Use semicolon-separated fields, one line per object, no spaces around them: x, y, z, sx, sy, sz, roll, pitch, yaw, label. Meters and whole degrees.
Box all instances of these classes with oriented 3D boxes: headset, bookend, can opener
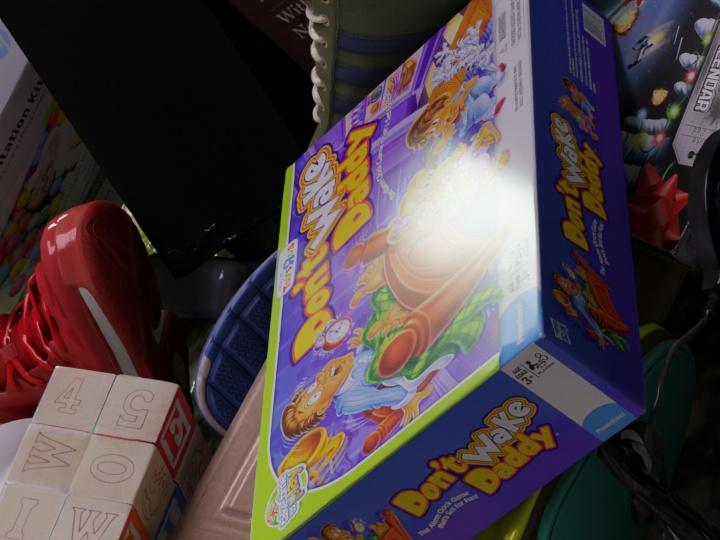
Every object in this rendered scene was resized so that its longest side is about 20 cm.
0.152;0.001;0.652;0.200;0.094;0.123;-40;21;-10;headset
-0.071;-0.129;0.996;0.092;0.201;0.199;-31;7;27;bookend
-0.091;0.025;1.116;0.200;0.053;0.068;-174;87;-64;can opener

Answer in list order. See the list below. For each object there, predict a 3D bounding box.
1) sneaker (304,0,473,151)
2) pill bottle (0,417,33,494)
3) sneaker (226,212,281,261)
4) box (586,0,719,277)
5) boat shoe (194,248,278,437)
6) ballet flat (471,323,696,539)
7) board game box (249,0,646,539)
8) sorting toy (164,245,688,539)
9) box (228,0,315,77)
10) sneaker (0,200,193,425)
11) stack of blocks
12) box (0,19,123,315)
0.009;-0.101;0.807;0.200;0.089;0.068;-49;22;42;sneaker
-0.167;0.131;1.004;0.199;0.111;0.112;-21;37;53;pill bottle
-0.059;-0.076;1.153;0.116;0.076;0.200;-50;21;-2;sneaker
0.126;-0.107;0.760;0.137;0.040;0.201;29;92;53;box
0.000;0.000;0.933;0.200;0.072;0.072;-45;9;-16;boat shoe
0.045;0.101;0.673;0.067;0.067;0.201;8;63;33;ballet flat
0.027;0.002;0.708;0.134;0.045;0.201;-41;28;30;board game box
0.027;0.052;0.801;0.184;0.037;0.201;6;55;47;sorting toy
-0.012;-0.222;0.892;0.165;0.200;0.165;-32;30;34;box
-0.147;0.037;0.978;0.114;0.200;0.079;-10;62;3;sneaker
-0.115;0.155;0.840;0.058;0.116;0.201;7;55;19;stack of blocks
-0.169;-0.046;1.060;0.157;0.041;0.200;-62;-14;5;box
